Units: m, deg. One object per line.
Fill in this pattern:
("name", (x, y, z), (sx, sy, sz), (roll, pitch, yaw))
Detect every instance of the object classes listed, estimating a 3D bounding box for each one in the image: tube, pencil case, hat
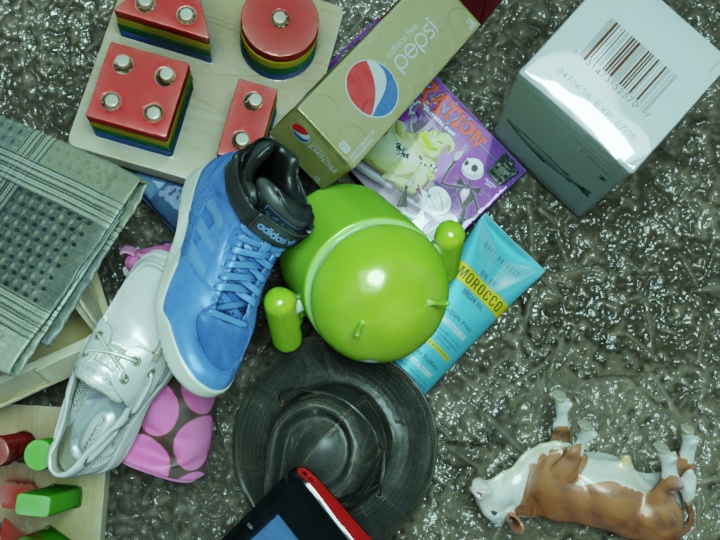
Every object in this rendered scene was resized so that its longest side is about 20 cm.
("tube", (0.075, 0.049, 0.904), (0.077, 0.050, 0.200), (43, 83, -13))
("pencil case", (-0.167, 0.078, 0.870), (0.092, 0.091, 0.203), (5, 97, -10))
("hat", (-0.036, 0.159, 0.846), (0.198, 0.081, 0.203), (3, 100, 19))

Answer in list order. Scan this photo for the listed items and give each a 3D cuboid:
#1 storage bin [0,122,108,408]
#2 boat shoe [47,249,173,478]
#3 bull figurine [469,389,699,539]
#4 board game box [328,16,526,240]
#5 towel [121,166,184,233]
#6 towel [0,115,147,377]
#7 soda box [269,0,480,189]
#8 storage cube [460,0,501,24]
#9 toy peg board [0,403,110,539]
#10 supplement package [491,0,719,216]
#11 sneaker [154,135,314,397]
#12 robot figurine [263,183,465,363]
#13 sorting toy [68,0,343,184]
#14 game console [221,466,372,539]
("storage bin", (-0.334, 0.014, 0.865), (0.198, 0.094, 0.200), (-24, 64, -3))
("boat shoe", (-0.192, 0.080, 0.800), (0.070, 0.069, 0.202), (27, 103, 15))
("bull figurine", (0.195, 0.177, 0.866), (0.197, 0.065, 0.123), (12, 117, -4))
("board game box", (0.042, -0.120, 0.932), (0.120, 0.032, 0.200), (-43, 84, -7))
("towel", (-0.154, -0.099, 0.924), (0.112, 0.049, 0.200), (-44, 84, -3))
("towel", (-0.294, -0.026, 0.814), (0.198, 0.035, 0.194), (23, 69, 20))
("soda box", (0.015, -0.164, 0.861), (0.068, 0.064, 0.200), (45, 63, -10))
("storage cube", (0.096, -0.357, 0.878), (0.170, 0.180, 0.201), (38, 87, 5))
("toy peg board", (-0.329, 0.217, 0.871), (0.196, 0.098, 0.203), (3, 83, 2))
("supplement package", (0.196, -0.139, 0.840), (0.117, 0.200, 0.117), (42, 86, 6))
("sneaker", (-0.089, -0.011, 0.764), (0.111, 0.076, 0.202), (-25, 49, 38))
("robot figurine", (0.000, 0.000, 0.830), (0.174, 0.200, 0.117), (-20, 117, -11))
("sorting toy", (-0.131, -0.179, 0.879), (0.198, 0.070, 0.201), (16, 75, -2))
("game console", (-0.035, 0.266, 0.818), (0.177, 0.200, 0.031), (46, 45, 6))
